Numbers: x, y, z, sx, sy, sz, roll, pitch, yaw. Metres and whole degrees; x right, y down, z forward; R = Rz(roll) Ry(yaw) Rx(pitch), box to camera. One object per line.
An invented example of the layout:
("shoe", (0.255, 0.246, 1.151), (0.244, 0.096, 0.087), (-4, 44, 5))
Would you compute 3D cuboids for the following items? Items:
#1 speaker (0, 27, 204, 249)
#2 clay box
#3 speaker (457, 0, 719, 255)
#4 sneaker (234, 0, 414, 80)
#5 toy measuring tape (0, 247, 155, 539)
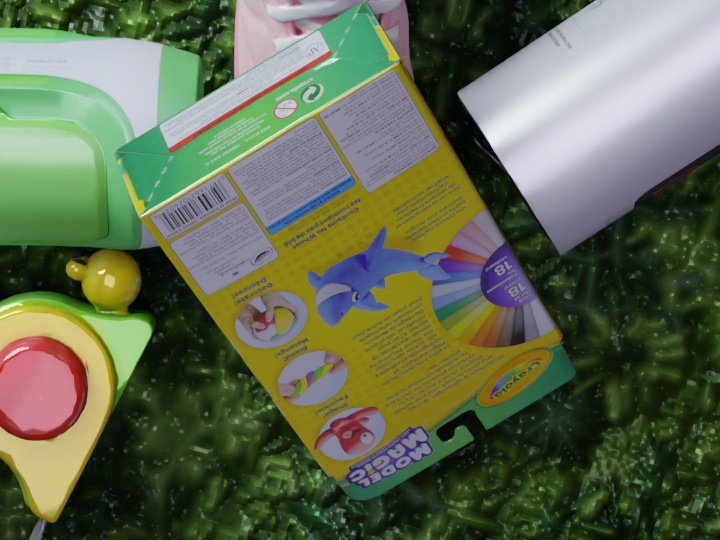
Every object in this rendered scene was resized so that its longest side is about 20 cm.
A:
("speaker", (-0.163, -0.052, 1.047), (0.199, 0.088, 0.089), (1, 98, -1))
("clay box", (0.000, 0.000, 1.040), (0.115, 0.048, 0.200), (-30, 134, 3))
("speaker", (0.139, -0.091, 1.049), (0.199, 0.081, 0.081), (-33, 97, 3))
("sneaker", (-0.015, -0.095, 1.034), (0.075, 0.105, 0.202), (-6, 99, -2))
("toy measuring tape", (-0.149, 0.077, 1.073), (0.073, 0.074, 0.201), (27, 96, -4))
